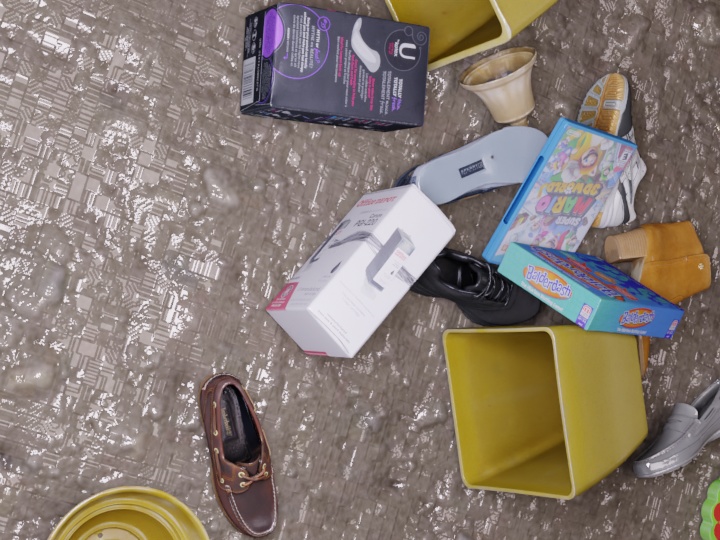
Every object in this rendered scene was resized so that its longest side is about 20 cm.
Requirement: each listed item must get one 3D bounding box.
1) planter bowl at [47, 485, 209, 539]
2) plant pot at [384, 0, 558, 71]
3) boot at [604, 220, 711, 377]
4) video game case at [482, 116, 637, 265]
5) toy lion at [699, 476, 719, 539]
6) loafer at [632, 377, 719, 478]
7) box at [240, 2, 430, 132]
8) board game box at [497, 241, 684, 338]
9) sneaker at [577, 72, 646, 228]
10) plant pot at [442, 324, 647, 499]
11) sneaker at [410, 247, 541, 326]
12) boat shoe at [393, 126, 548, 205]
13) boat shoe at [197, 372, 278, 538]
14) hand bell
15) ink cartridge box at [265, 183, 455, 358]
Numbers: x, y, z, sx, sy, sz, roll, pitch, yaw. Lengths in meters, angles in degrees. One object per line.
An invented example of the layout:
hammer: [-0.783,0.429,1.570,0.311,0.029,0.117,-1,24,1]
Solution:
planter bowl: [-0.267,0.334,1.552,0.199,0.083,0.202,1,88,-25]
plant pot: [0.151,-0.384,1.705,0.199,0.194,0.197,-32,102,-30]
boot: [0.405,0.036,1.872,0.143,0.071,0.203,-6,87,-22]
video game case: [0.250,-0.087,1.758,0.142,0.018,0.201,11,116,-42]
toy lion: [0.562,0.368,1.950,0.190,0.069,0.202,-6,92,-18]
loafer: [0.435,0.212,1.889,0.199,0.070,0.070,-30,96,-30]
box: [-0.030,-0.236,1.657,0.198,0.106,0.124,5,89,-25]
board game box: [0.286,0.025,1.737,0.199,0.152,0.045,7,113,-49]
sneaker: [0.334,-0.156,1.849,0.087,0.075,0.202,4,97,-30]
plant pot: [0.241,0.156,1.739,0.175,0.199,0.202,-11,94,-37]
sneaker: [0.146,0.021,1.744,0.199,0.091,0.077,17,80,-25]
boat shoe: [0.136,-0.127,1.740,0.199,0.091,0.071,-18,94,-22]
boat shoe: [-0.139,0.217,1.622,0.070,0.070,0.202,-22,99,-24]
hand bell: [0.209,-0.171,1.790,0.104,0.104,0.201,-34,114,-21]
ink cartridge box: [0.000,0.000,1.646,0.085,0.145,0.200,47,71,-16]
